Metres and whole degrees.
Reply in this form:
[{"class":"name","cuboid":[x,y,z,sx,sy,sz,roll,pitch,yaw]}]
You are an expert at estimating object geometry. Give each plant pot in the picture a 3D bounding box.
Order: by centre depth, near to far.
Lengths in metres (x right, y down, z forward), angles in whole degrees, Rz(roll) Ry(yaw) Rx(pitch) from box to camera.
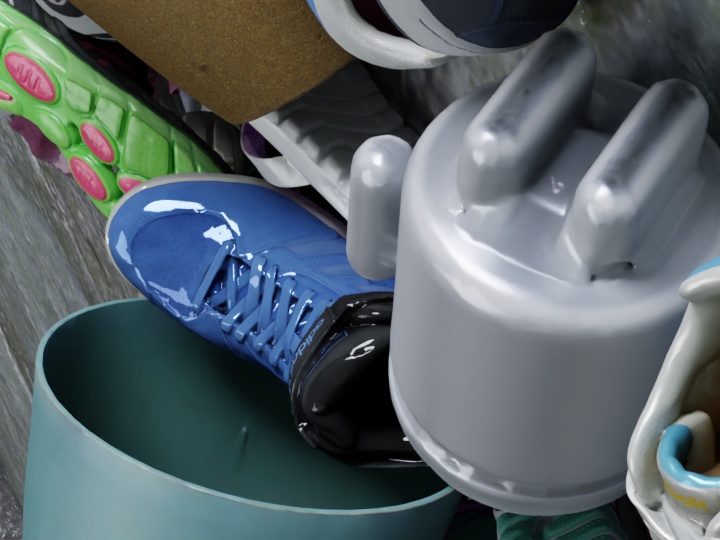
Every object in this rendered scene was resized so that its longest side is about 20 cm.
[{"class":"plant pot","cuboid":[-0.071,-0.167,0.734,0.200,0.186,0.186,56,164,-16]},{"class":"plant pot","cuboid":[-0.063,0.127,0.830,0.201,0.200,0.162,41,123,50]}]

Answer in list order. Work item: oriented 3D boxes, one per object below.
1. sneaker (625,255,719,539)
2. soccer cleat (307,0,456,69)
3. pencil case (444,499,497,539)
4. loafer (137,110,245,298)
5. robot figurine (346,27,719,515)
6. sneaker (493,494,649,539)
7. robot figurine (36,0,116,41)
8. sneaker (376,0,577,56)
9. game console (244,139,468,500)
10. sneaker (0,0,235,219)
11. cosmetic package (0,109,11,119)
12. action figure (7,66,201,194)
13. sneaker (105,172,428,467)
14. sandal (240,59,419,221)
[{"class":"sneaker","cuboid":[0.119,0.076,0.562,0.076,0.080,0.201,36,129,49]},{"class":"soccer cleat","cuboid":[-0.014,-0.156,0.625,0.200,0.070,0.086,58,171,-27]},{"class":"pencil case","cuboid":[0.061,0.209,0.931,0.201,0.085,0.093,86,164,-44]},{"class":"loafer","cuboid":[-0.089,0.014,0.998,0.070,0.070,0.201,11,-94,-86]},{"class":"robot figurine","cuboid":[0.068,0.011,0.637,0.169,0.113,0.200,31,147,19]},{"class":"sneaker","cuboid":[0.090,0.138,0.708,0.088,0.074,0.200,58,-156,-12]},{"class":"robot figurine","cuboid":[-0.139,-0.202,0.903,0.200,0.150,0.125,53,144,32]},{"class":"sneaker","cuboid":[0.068,-0.116,0.542,0.202,0.146,0.077,27,-112,-61]},{"class":"game console","cuboid":[0.000,0.000,0.944,0.200,0.116,0.176,92,178,-50]},{"class":"sneaker","cuboid":[-0.128,-0.091,0.925,0.200,0.084,0.077,43,135,6]},{"class":"cosmetic package","cuboid":[-0.220,-0.194,1.011,0.071,0.101,0.201,-16,63,44]},{"class":"action figure","cuboid":[-0.140,-0.128,1.092,0.200,0.133,0.149,132,155,-56]},{"class":"sneaker","cuboid":[-0.024,0.021,0.777,0.199,0.077,0.111,27,-167,1]},{"class":"sandal","cuboid":[-0.022,-0.058,0.823,0.203,0.082,0.050,51,132,33]}]
